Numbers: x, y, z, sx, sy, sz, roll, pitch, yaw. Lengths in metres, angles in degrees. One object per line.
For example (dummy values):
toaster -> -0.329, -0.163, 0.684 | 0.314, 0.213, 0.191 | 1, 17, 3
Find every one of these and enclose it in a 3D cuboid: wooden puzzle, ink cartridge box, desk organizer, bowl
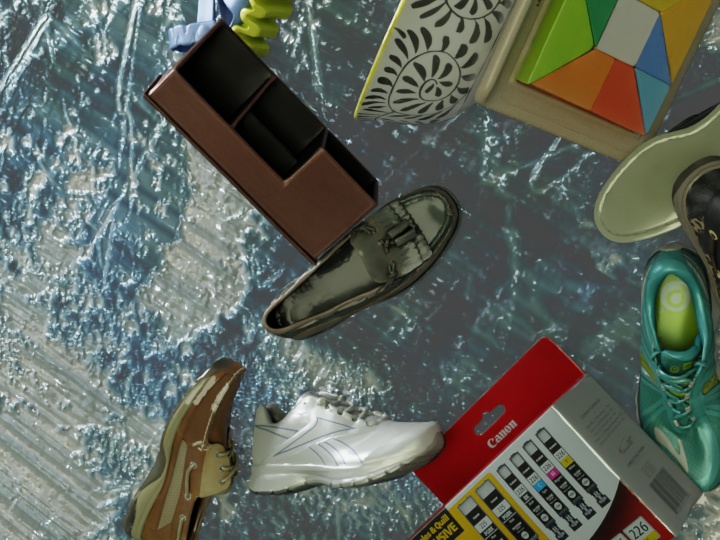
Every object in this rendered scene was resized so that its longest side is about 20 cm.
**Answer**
wooden puzzle -> 0.192, -0.181, 0.884 | 0.037, 0.200, 0.185 | 37, 108, 49
ink cartridge box -> 0.135, 0.184, 0.962 | 0.176, 0.084, 0.200 | 46, 122, 11
desk organizer -> -0.078, -0.108, 1.003 | 0.077, 0.072, 0.200 | -41, 105, 15
bowl -> 0.080, -0.189, 0.922 | 0.094, 0.201, 0.201 | 25, 102, -1

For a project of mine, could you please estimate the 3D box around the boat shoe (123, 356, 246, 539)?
boat shoe -> -0.145, 0.173, 1.092 | 0.074, 0.076, 0.200 | 30, 111, 9

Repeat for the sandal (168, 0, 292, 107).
sandal -> -0.104, -0.237, 1.040 | 0.087, 0.079, 0.200 | 37, 104, 17

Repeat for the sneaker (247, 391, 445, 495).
sneaker -> -0.020, 0.145, 1.032 | 0.199, 0.074, 0.087 | -11, 82, 30

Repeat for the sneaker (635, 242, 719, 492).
sneaker -> 0.247, 0.080, 0.940 | 0.077, 0.080, 0.201 | -7, 94, 20

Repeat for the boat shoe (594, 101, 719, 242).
boat shoe -> 0.271, -0.088, 0.927 | 0.199, 0.066, 0.075 | -45, 66, 11

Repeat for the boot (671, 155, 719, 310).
boot -> 0.306, 0.020, 0.845 | 0.073, 0.151, 0.200 | -34, 115, 5

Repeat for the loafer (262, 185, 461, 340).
loafer -> 0.000, 0.000, 1.027 | 0.200, 0.063, 0.072 | -37, 83, 18
